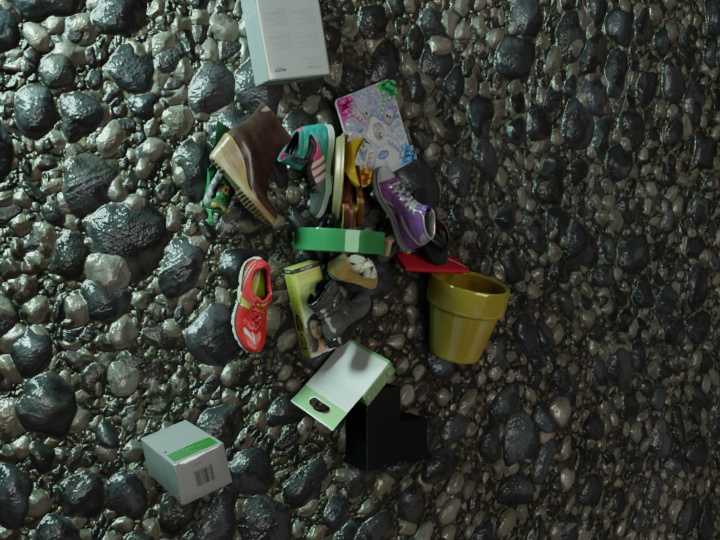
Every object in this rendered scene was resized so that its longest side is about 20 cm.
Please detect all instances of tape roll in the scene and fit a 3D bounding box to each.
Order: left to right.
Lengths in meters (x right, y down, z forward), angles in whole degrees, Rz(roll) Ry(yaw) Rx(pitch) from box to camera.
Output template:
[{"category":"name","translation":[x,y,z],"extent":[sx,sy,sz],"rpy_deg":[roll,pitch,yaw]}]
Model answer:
[{"category":"tape roll","translation":[-0.045,-0.063,1.617],"extent":[0.197,0.199,0.049],"rpy_deg":[2,92,-32]}]

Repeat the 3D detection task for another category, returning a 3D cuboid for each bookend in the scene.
[{"category":"bookend","translation":[0.068,0.350,1.777],"extent":[0.195,0.091,0.205],"rpy_deg":[-2,92,-34]}]

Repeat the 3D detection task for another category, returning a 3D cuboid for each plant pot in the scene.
[{"category":"plant pot","translation":[0.247,0.115,1.831],"extent":[0.197,0.200,0.193],"rpy_deg":[3,106,-32]}]

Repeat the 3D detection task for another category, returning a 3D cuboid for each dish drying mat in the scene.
[{"category":"dish drying mat","translation":[0.172,-0.018,1.835],"extent":[0.196,0.077,0.018],"rpy_deg":[4,120,-33]}]

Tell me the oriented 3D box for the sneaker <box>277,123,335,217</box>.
[{"category":"sneaker","translation":[-0.121,-0.218,1.628],"extent":[0.118,0.083,0.205],"rpy_deg":[1,96,-29]}]

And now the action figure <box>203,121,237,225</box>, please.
[{"category":"action figure","translation":[-0.275,-0.189,1.551],"extent":[0.117,0.054,0.204],"rpy_deg":[21,85,-35]}]

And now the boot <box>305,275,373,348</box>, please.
[{"category":"boot","translation":[-0.041,0.066,1.662],"extent":[0.134,0.069,0.200],"rpy_deg":[66,29,-18]}]

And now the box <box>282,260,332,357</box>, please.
[{"category":"box","translation":[-0.111,0.085,1.671],"extent":[0.074,0.050,0.204],"rpy_deg":[-19,102,-31]}]

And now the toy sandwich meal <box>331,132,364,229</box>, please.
[{"category":"toy sandwich meal","translation":[-0.024,-0.195,1.630],"extent":[0.069,0.205,0.210],"rpy_deg":[3,91,-4]}]

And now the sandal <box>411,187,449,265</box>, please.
[{"category":"sandal","translation":[0.172,-0.098,1.774],"extent":[0.075,0.047,0.203],"rpy_deg":[-45,122,-39]}]

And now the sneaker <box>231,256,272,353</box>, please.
[{"category":"sneaker","translation":[-0.222,0.074,1.577],"extent":[0.076,0.084,0.205],"rpy_deg":[0,93,-32]}]

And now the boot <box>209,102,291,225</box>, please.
[{"category":"boot","translation":[-0.192,-0.214,1.527],"extent":[0.167,0.072,0.201],"rpy_deg":[-46,112,-20]}]

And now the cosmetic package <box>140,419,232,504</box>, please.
[{"category":"cosmetic package","translation":[-0.338,0.365,1.450],"extent":[0.106,0.198,0.087],"rpy_deg":[-19,104,-32]}]

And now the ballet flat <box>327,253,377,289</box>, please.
[{"category":"ballet flat","translation":[0.000,0.000,1.684],"extent":[0.063,0.069,0.199],"rpy_deg":[-43,157,18]}]

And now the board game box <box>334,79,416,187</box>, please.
[{"category":"board game box","translation":[0.041,-0.321,1.735],"extent":[0.199,0.026,0.204],"rpy_deg":[-32,110,-41]}]

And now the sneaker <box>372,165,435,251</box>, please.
[{"category":"sneaker","translation":[0.107,-0.153,1.679],"extent":[0.072,0.113,0.204],"rpy_deg":[-29,94,-39]}]

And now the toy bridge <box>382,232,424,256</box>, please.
[{"category":"toy bridge","translation":[0.110,-0.075,1.769],"extent":[0.198,0.027,0.069],"rpy_deg":[-9,116,-53]}]

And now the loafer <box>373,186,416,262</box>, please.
[{"category":"loafer","translation":[0.082,-0.111,1.790],"extent":[0.202,0.062,0.072],"rpy_deg":[-56,149,-14]}]

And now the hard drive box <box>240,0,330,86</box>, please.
[{"category":"hard drive box","translation":[-0.159,-0.504,1.591],"extent":[0.153,0.076,0.205],"rpy_deg":[-14,100,-31]}]

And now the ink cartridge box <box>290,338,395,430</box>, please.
[{"category":"ink cartridge box","translation":[-0.038,0.256,1.670],"extent":[0.201,0.144,0.048],"rpy_deg":[-49,138,-20]}]
